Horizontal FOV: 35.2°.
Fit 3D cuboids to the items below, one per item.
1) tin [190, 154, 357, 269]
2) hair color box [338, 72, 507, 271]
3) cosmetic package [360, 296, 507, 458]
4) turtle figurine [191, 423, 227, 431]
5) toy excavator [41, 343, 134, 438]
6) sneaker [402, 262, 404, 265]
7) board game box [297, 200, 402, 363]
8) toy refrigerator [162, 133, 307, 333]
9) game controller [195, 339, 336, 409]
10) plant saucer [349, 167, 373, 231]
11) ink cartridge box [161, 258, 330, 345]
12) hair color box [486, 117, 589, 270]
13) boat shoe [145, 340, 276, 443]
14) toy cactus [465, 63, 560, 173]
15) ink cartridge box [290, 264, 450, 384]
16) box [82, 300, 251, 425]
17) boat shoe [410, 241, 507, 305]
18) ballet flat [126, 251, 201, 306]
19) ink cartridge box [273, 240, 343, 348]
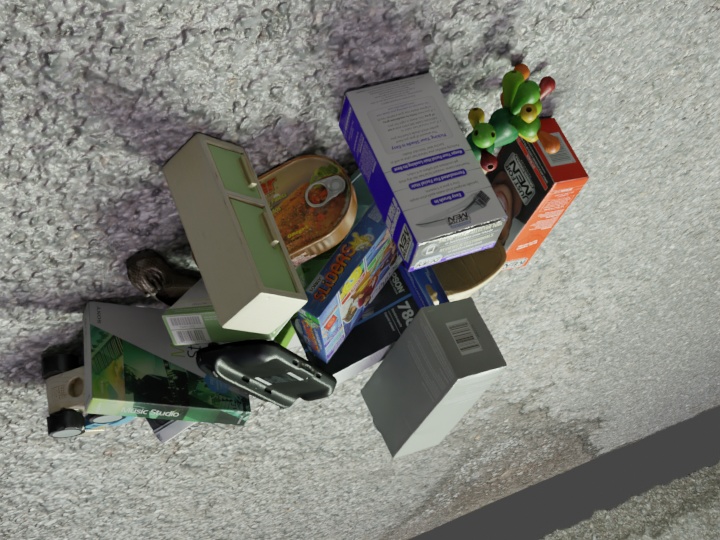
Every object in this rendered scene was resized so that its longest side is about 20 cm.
[{"bbox_3d":[-0.097,-0.054,1.285,0.198,0.113,0.042,-27,156,5],"label":"tin"},{"bbox_3d":[0.064,-0.109,1.225,0.108,0.202,0.065,-15,153,-19],"label":"hair color box"},{"bbox_3d":[0.086,0.136,1.414,0.089,0.108,0.201,-12,152,-31],"label":"cosmetic package"},{"bbox_3d":[-0.213,0.134,1.547,0.150,0.101,0.200,-45,135,1],"label":"turtle figurine"},{"bbox_3d":[-0.348,0.176,1.503,0.192,0.101,0.200,-19,160,19],"label":"toy excavator"},{"bbox_3d":[0.077,-0.027,1.569,0.075,0.071,0.200,19,136,-23],"label":"sneaker"},{"bbox_3d":[0.000,0.000,1.356,0.201,0.034,0.136,-53,162,-20],"label":"board game box"},{"bbox_3d":[-0.130,-0.040,1.179,0.070,0.202,0.075,-39,150,27],"label":"toy refrigerator"},{"bbox_3d":[-0.106,0.119,1.331,0.103,0.043,0.200,-18,154,18],"label":"game controller"},{"bbox_3d":[0.049,-0.109,1.399,0.198,0.039,0.202,-21,154,-10],"label":"plant saucer"},{"bbox_3d":[-0.123,0.018,1.349,0.144,0.049,0.200,-6,-153,30],"label":"ink cartridge box"},{"bbox_3d":[0.213,-0.096,1.498,0.060,0.102,0.201,-11,150,-27],"label":"hair color box"},{"bbox_3d":[-0.192,0.137,1.463,0.199,0.068,0.072,-35,-174,-18],"label":"boat shoe"},{"bbox_3d":[0.158,-0.148,1.302,0.165,0.102,0.200,-48,-175,32],"label":"toy cactus"},{"bbox_3d":[0.017,0.062,1.447,0.198,0.100,0.039,-28,153,-2],"label":"ink cartridge box"},{"bbox_3d":[-0.236,0.113,1.380,0.197,0.146,0.037,7,137,-24],"label":"box"},{"bbox_3d":[0.103,0.022,1.510,0.198,0.074,0.069,-28,160,-3],"label":"boat shoe"},{"bbox_3d":[-0.220,0.029,1.404,0.067,0.047,0.200,-30,154,11],"label":"ballet flat"},{"bbox_3d":[-0.021,0.022,1.540,0.198,0.076,0.148,-12,151,-33],"label":"ink cartridge box"}]
